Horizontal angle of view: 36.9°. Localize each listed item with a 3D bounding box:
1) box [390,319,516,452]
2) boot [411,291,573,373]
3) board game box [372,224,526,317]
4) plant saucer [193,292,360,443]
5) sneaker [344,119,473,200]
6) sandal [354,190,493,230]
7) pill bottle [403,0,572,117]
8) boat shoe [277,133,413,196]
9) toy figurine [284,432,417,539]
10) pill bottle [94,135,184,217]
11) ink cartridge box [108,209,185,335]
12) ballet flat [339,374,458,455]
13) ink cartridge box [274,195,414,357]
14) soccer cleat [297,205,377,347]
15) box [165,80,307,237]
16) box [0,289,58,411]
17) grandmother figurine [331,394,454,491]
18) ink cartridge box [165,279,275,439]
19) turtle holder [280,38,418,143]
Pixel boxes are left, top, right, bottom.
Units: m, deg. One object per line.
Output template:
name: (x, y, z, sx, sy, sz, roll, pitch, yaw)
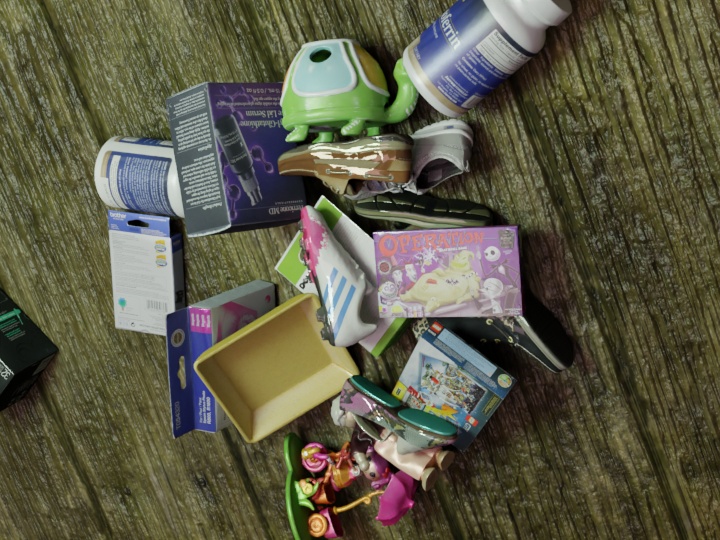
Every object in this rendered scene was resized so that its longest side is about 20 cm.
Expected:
box: (0.125, 0.165, 1.503, 0.136, 0.038, 0.200, 36, 150, 10)
boot: (0.180, 0.092, 1.497, 0.204, 0.073, 0.154, 46, 123, 5)
board game box: (0.118, 0.002, 1.438, 0.199, 0.032, 0.121, -2, 95, 21)
plant saucer: (-0.123, 0.134, 1.578, 0.200, 0.048, 0.200, -31, 131, -4)
sneaker: (0.058, -0.136, 1.452, 0.199, 0.082, 0.075, -22, 139, 24)
sandal: (0.082, -0.069, 1.487, 0.200, 0.080, 0.058, 14, 125, 20)
pill bottle: (0.160, -0.295, 1.357, 0.200, 0.116, 0.116, -38, 88, 28)
boat shoe: (-0.021, -0.135, 1.430, 0.199, 0.076, 0.074, -4, 94, 32)
toy figurine: (-0.006, 0.323, 1.640, 0.183, 0.150, 0.201, -17, 74, 14)
pill bottle: (-0.285, -0.138, 1.611, 0.199, 0.111, 0.111, 9, 109, 22)
ink cartridge box: (-0.339, 0.002, 1.720, 0.119, 0.042, 0.201, 8, 111, 22)
ballet flat: (0.050, 0.219, 1.544, 0.200, 0.069, 0.071, 25, 105, 31)
ink cartridge box: (0.000, 0.000, 1.545, 0.200, 0.076, 0.148, 41, 118, 10)
soccer cleat: (-0.030, 0.004, 1.488, 0.086, 0.070, 0.201, -13, 87, -8)
box: (-0.170, -0.155, 1.502, 0.104, 0.148, 0.201, -10, 91, 46)
box: (-0.654, 0.130, 1.856, 0.200, 0.124, 0.149, 44, 118, 5)
grandmother figurine: (0.034, 0.247, 1.598, 0.200, 0.121, 0.061, 32, 145, 28)
ink cartridge box: (-0.200, 0.133, 1.606, 0.043, 0.200, 0.197, 12, 112, 34)
turtle holder: (-0.020, -0.240, 1.442, 0.185, 0.141, 0.132, -4, 90, 40)
